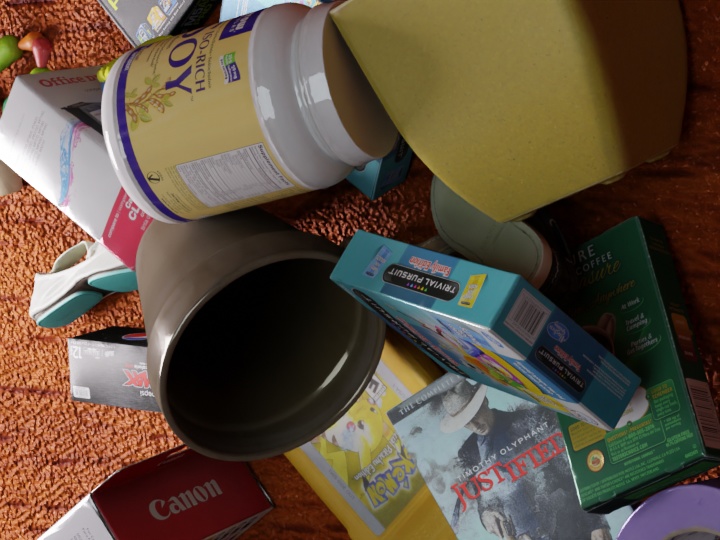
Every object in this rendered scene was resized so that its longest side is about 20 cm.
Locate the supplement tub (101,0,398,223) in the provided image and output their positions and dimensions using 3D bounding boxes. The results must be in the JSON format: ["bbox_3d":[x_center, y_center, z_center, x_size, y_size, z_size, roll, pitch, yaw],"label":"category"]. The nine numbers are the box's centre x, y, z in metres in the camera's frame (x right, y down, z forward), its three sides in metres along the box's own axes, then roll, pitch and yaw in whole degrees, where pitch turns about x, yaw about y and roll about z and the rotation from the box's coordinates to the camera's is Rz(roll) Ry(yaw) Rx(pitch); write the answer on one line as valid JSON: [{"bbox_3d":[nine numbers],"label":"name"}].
[{"bbox_3d":[-0.085,-0.125,1.389,0.199,0.145,0.146,-13,92,27],"label":"supplement tub"}]

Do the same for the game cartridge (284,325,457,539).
[{"bbox_3d":[0.029,0.161,1.560,0.200,0.032,0.177,49,122,18],"label":"game cartridge"}]

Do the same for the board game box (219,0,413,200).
[{"bbox_3d":[-0.033,-0.177,1.497,0.200,0.047,0.151,39,140,22],"label":"board game box"}]

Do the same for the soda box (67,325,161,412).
[{"bbox_3d":[-0.178,0.095,1.666,0.199,0.071,0.064,5,101,34],"label":"soda box"}]

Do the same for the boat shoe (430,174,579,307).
[{"bbox_3d":[0.118,-0.033,1.418,0.075,0.066,0.199,-58,33,12],"label":"boat shoe"}]

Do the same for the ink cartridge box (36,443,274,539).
[{"bbox_3d":[-0.182,0.228,1.616,0.175,0.200,0.084,-42,76,34],"label":"ink cartridge box"}]

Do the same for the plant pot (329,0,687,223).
[{"bbox_3d":[0.133,-0.152,1.334,0.195,0.194,0.201,-22,92,36],"label":"plant pot"}]

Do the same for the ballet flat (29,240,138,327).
[{"bbox_3d":[-0.249,-0.004,1.708,0.199,0.069,0.070,-23,86,37],"label":"ballet flat"}]

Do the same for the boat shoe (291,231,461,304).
[{"bbox_3d":[0.000,0.000,1.526,0.199,0.072,0.065,-24,87,41],"label":"boat shoe"}]

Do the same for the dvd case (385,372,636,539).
[{"bbox_3d":[0.129,0.167,1.471,0.146,0.022,0.201,-32,78,16],"label":"dvd case"}]

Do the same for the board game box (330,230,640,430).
[{"bbox_3d":[0.091,0.043,1.340,0.200,0.151,0.047,17,72,54],"label":"board game box"}]

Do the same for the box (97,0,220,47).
[{"bbox_3d":[-0.174,-0.311,1.598,0.160,0.044,0.200,51,123,14],"label":"box"}]

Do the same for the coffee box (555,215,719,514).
[{"bbox_3d":[0.202,0.072,1.376,0.123,0.044,0.201,-31,61,35],"label":"coffee box"}]

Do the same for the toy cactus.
[{"bbox_3d":[-0.368,-0.154,1.747,0.199,0.102,0.166,-3,107,27],"label":"toy cactus"}]

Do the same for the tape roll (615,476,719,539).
[{"bbox_3d":[0.285,0.254,1.337,0.199,0.085,0.201,6,98,48],"label":"tape roll"}]

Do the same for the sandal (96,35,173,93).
[{"bbox_3d":[-0.152,-0.157,1.544,0.199,0.079,0.087,6,125,46],"label":"sandal"}]

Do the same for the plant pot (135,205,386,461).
[{"bbox_3d":[-0.103,0.025,1.475,0.174,0.199,0.201,51,127,46],"label":"plant pot"}]

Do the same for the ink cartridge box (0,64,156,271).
[{"bbox_3d":[-0.211,-0.096,1.605,0.200,0.147,0.086,40,119,21],"label":"ink cartridge box"}]
